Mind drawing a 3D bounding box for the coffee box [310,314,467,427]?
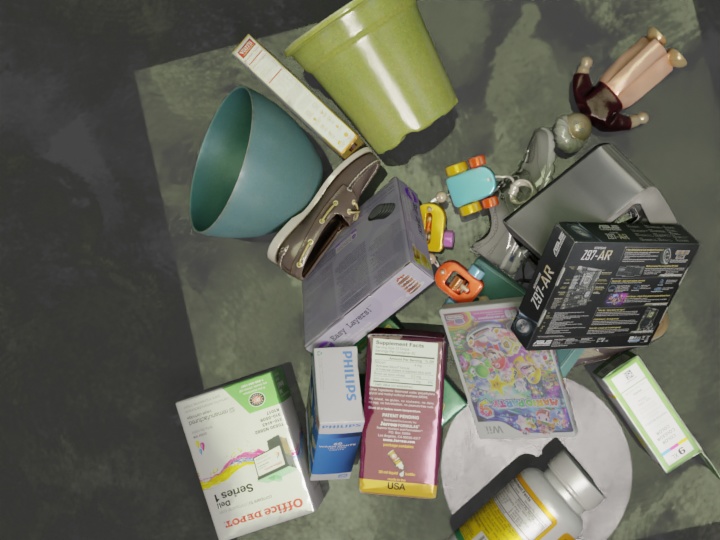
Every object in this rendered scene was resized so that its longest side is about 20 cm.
[{"bbox_3d":[0.040,0.148,1.495,0.123,0.044,0.200,-43,86,4],"label":"coffee box"}]

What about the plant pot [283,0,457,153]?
[{"bbox_3d":[0.029,-0.265,1.439,0.199,0.200,0.185,-32,99,4],"label":"plant pot"}]

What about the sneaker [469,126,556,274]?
[{"bbox_3d":[0.208,-0.101,1.463,0.081,0.075,0.202,19,92,4],"label":"sneaker"}]

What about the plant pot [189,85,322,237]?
[{"bbox_3d":[-0.130,-0.130,1.456,0.134,0.200,0.202,16,91,-26],"label":"plant pot"}]

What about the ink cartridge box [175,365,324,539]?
[{"bbox_3d":[-0.150,0.251,1.492,0.143,0.084,0.202,-18,88,5],"label":"ink cartridge box"}]

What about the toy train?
[{"bbox_3d":[0.144,-0.053,1.449,0.149,0.056,0.201,32,103,6],"label":"toy train"}]

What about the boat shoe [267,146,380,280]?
[{"bbox_3d":[-0.037,-0.075,1.432,0.059,0.072,0.200,38,79,19],"label":"boat shoe"}]

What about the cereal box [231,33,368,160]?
[{"bbox_3d":[-0.078,-0.226,1.459,0.200,0.144,0.040,43,94,5],"label":"cereal box"}]

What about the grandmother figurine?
[{"bbox_3d":[0.336,-0.238,1.463,0.200,0.061,0.121,-44,77,1],"label":"grandmother figurine"}]

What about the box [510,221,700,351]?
[{"bbox_3d":[0.297,0.021,1.318,0.198,0.044,0.161,-1,126,-28],"label":"box"}]

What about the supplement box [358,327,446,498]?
[{"bbox_3d":[0.056,0.180,1.405,0.102,0.131,0.203,4,90,6],"label":"supplement box"}]

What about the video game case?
[{"bbox_3d":[0.195,0.131,1.429,0.142,0.018,0.202,-7,112,32],"label":"video game case"}]

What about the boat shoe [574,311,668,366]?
[{"bbox_3d":[0.313,0.089,1.459,0.198,0.065,0.073,-15,60,8],"label":"boat shoe"}]

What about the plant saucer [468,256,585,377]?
[{"bbox_3d":[0.212,0.058,1.452,0.199,0.019,0.070,37,87,26],"label":"plant saucer"}]

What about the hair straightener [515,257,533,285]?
[{"bbox_3d":[0.265,-0.063,1.465,0.201,0.077,0.041,-54,42,10],"label":"hair straightener"}]

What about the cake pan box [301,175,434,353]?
[{"bbox_3d":[0.000,0.000,1.411,0.200,0.185,0.052,-40,121,22],"label":"cake pan box"}]

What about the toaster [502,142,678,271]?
[{"bbox_3d":[0.308,-0.045,1.386,0.199,0.181,0.119,-38,45,3],"label":"toaster"}]

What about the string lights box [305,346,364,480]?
[{"bbox_3d":[-0.035,0.188,1.404,0.058,0.201,0.104,-2,60,-7],"label":"string lights box"}]

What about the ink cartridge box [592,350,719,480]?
[{"bbox_3d":[0.391,0.205,1.431,0.059,0.104,0.201,-35,87,5],"label":"ink cartridge box"}]

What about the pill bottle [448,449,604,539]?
[{"bbox_3d":[0.223,0.335,1.442,0.200,0.113,0.113,-43,86,4],"label":"pill bottle"}]
